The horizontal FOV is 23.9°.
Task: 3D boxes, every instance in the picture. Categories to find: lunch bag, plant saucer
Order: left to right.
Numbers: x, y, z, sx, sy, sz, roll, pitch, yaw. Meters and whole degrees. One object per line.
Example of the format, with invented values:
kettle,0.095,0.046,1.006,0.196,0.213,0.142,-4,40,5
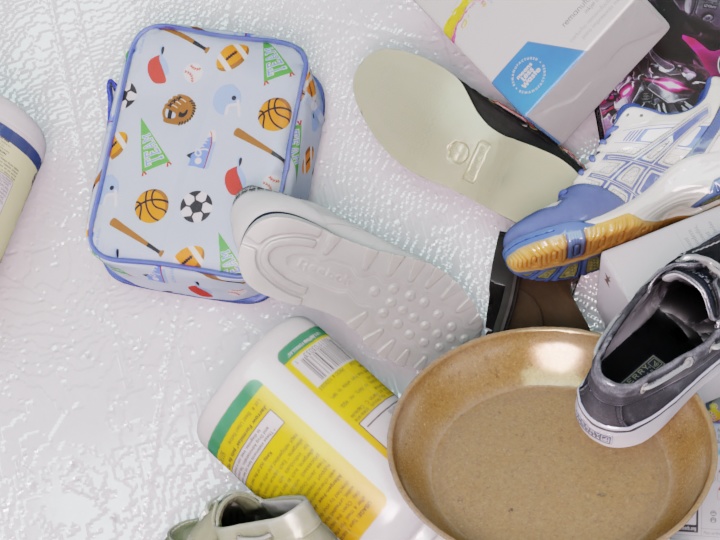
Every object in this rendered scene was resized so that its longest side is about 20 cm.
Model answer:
lunch bag,-0.116,-0.083,1.242,0.159,0.076,0.202,8,74,13
plant saucer,0.116,0.114,1.035,0.198,0.036,0.201,-3,40,2

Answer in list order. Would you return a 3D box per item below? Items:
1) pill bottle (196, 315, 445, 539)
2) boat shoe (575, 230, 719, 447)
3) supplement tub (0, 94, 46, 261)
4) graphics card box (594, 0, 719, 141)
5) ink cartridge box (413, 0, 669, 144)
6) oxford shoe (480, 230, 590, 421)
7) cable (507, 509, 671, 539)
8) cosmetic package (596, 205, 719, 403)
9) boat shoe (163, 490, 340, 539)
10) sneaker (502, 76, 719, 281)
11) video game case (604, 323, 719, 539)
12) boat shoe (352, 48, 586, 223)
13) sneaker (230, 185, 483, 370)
pill bottle,-0.003,0.134,1.129,0.200,0.113,0.113,41,81,11
boat shoe,0.202,0.023,1.041,0.072,0.068,0.200,36,59,27
supplement tub,-0.323,-0.033,1.215,0.144,0.145,0.201,16,75,13
graphics card box,0.229,-0.128,1.221,0.124,0.051,0.202,-8,70,6
ink cartridge box,0.111,-0.202,1.218,0.116,0.067,0.200,-47,58,12
oxford shoe,0.121,0.063,1.147,0.084,0.073,0.201,9,61,5
cable,0.134,0.249,1.034,0.199,0.069,0.201,32,79,3
cosmetic package,0.268,0.009,1.135,0.198,0.071,0.102,-20,58,-9
boat shoe,-0.073,0.172,1.099,0.072,0.199,0.063,-27,101,-35
sneaker,0.178,-0.062,1.146,0.199,0.075,0.089,-23,73,-8
video game case,0.258,0.108,1.125,0.198,0.024,0.183,3,54,9
boat shoe,0.081,-0.089,1.225,0.201,0.063,0.074,35,100,17
sneaker,0.000,0.000,1.170,0.199,0.081,0.077,30,104,-25
